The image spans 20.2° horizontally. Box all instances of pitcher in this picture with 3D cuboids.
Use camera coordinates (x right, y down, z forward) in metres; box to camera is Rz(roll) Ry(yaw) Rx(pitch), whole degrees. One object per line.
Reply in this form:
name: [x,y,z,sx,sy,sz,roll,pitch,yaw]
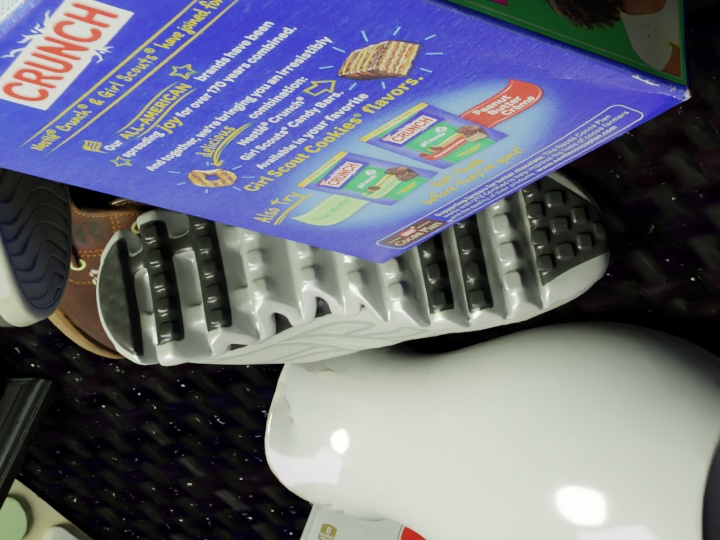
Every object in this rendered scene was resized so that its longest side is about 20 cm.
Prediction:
pitcher: [0.085,0.087,0.855,0.199,0.122,0.171,7,165,38]

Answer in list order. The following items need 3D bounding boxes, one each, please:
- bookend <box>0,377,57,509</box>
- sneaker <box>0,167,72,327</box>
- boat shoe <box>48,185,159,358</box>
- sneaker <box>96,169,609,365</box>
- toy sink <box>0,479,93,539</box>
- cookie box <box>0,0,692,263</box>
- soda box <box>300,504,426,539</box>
bookend: [-0.290,0.033,0.988,0.198,0.092,0.200,-3,137,29]
sneaker: [-0.180,-0.061,0.724,0.106,0.201,0.075,-24,173,15]
boat shoe: [-0.110,-0.034,0.817,0.070,0.071,0.200,0,140,30]
sneaker: [0.000,0.000,0.797,0.199,0.076,0.081,-7,163,11]
toy sink: [-0.208,0.197,1.149,0.199,0.112,0.130,-14,133,47]
cookie box: [-0.024,-0.081,0.645,0.199,0.076,0.171,14,153,-33]
soda box: [0.066,0.161,0.989,0.199,0.068,0.064,22,147,-1]
